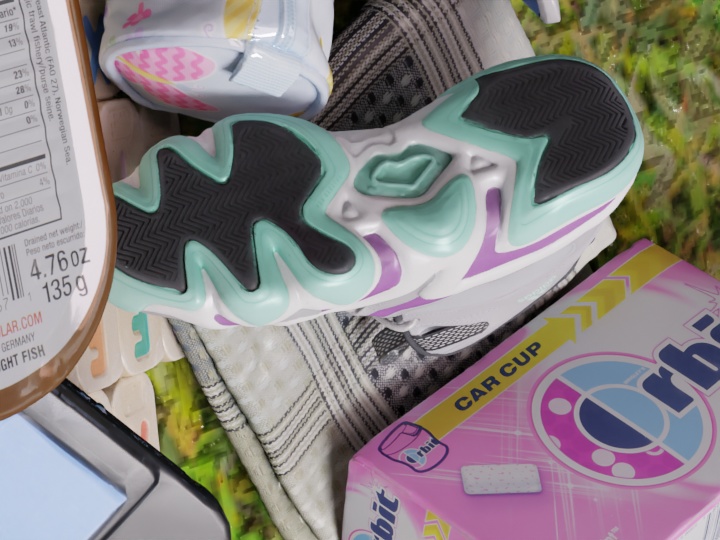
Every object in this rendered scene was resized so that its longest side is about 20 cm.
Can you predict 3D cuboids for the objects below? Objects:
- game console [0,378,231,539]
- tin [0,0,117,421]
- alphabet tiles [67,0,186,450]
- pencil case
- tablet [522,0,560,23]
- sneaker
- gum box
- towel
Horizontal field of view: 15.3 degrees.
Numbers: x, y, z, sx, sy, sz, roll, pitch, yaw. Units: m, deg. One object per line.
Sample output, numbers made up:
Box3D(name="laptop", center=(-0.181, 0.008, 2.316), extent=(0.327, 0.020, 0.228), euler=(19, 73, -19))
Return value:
Box3D(name="game console", center=(-0.147, 0.104, 0.778), extent=(0.172, 0.119, 0.200), euler=(-46, 118, 6))
Box3D(name="tin", center=(-0.126, -0.053, 0.752), extent=(0.112, 0.042, 0.201), euler=(-23, 108, -46))
Box3D(name="alphabet tiles", center=(-0.098, -0.007, 0.919), extent=(0.200, 0.015, 0.197), euler=(-21, 107, -72))
Box3D(name="pencil case", center=(-0.036, -0.151, 0.953), extent=(0.083, 0.090, 0.201), euler=(27, 67, -45))
Box3D(name="tablet", center=(0.034, -0.198, 1.005), extent=(0.014, 0.130, 0.201), euler=(-20, 109, -2))
Box3D(name="sneaker", center=(0.000, 0.000, 0.958), extent=(0.199, 0.140, 0.078), euler=(-11, 64, -9))
Box3D(name="gum box", center=(0.100, 0.075, 1.061), extent=(0.200, 0.113, 0.066), euler=(-34, 145, -36))
Box3D(name="towel", center=(0.016, -0.002, 1.037), extent=(0.193, 0.034, 0.200), euler=(-47, 135, -23))
